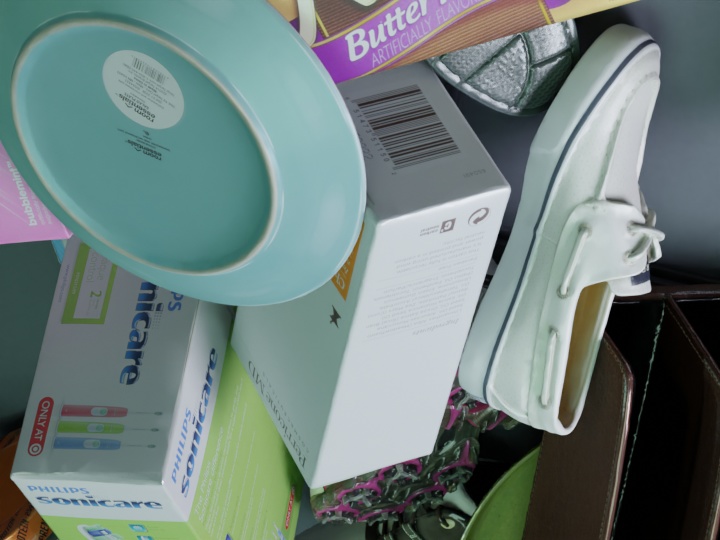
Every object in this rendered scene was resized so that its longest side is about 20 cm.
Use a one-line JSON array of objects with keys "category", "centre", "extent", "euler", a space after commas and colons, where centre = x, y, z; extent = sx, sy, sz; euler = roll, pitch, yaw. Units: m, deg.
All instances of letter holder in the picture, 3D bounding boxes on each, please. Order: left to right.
[{"category": "letter holder", "centre": [0.156, 0.128, 1.306], "extent": [0.100, 0.142, 0.201], "euler": [-2, 122, -17]}]

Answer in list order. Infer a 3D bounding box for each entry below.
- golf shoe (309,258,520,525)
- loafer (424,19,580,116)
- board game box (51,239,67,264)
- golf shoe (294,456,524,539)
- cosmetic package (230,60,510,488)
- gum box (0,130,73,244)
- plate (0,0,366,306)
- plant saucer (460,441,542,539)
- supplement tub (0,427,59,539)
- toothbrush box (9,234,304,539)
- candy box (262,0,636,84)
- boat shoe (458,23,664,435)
[{"category": "golf shoe", "centre": [0.030, 0.065, 1.390], "extent": [0.072, 0.092, 0.200], "euler": [4, 145, -33]}, {"category": "loafer", "centre": [0.027, -0.151, 1.180], "extent": [0.072, 0.063, 0.200], "euler": [-41, 122, 9]}, {"category": "board game box", "centre": [-0.073, -0.059, 1.317], "extent": [0.199, 0.034, 0.135], "euler": [1, 136, 16]}, {"category": "golf shoe", "centre": [0.041, 0.139, 1.473], "extent": [0.199, 0.078, 0.095], "euler": [-9, 131, 11]}, {"category": "cosmetic package", "centre": [0.000, 0.000, 1.242], "extent": [0.071, 0.102, 0.200], "euler": [-16, 144, -23]}, {"category": "gum box", "centre": [-0.205, -0.111, 1.243], "extent": [0.113, 0.066, 0.201], "euler": [-5, 118, 22]}, {"category": "plate", "centre": [-0.091, -0.059, 1.153], "extent": [0.200, 0.026, 0.201], "euler": [20, 136, 20]}, {"category": "plant saucer", "centre": [0.138, 0.158, 1.427], "extent": [0.199, 0.031, 0.201], "euler": [-7, 116, -14]}, {"category": "supplement tub", "centre": [-0.149, 0.187, 1.542], "extent": [0.122, 0.123, 0.200], "euler": [-20, 128, 34]}, {"category": "toothbrush box", "centre": [-0.097, 0.089, 1.372], "extent": [0.086, 0.146, 0.200], "euler": [1, 151, 16]}, {"category": "candy box", "centre": [0.048, -0.158, 1.101], "extent": [0.199, 0.057, 0.117], "euler": [-15, 128, 1]}, {"category": "boat shoe", "centre": [0.110, -0.014, 1.230], "extent": [0.070, 0.071, 0.201], "euler": [30, 111, 25]}]
